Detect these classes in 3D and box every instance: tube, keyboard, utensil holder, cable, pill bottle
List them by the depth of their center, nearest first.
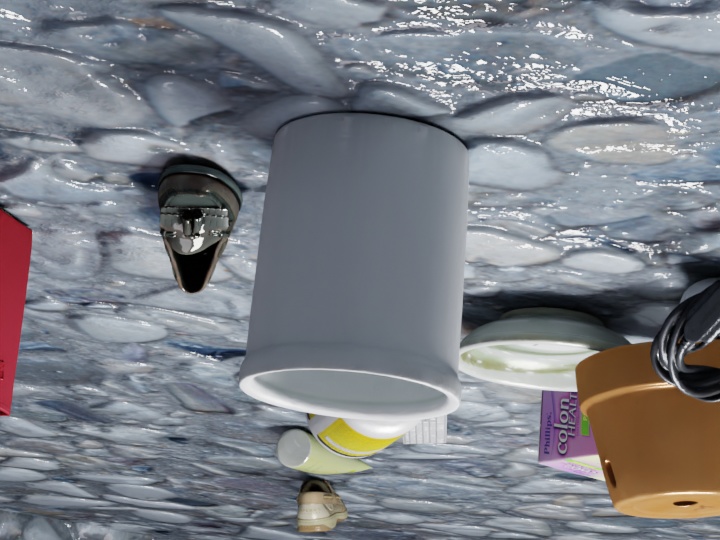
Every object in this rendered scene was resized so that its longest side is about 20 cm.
[{"bbox_3d":[0.000,0.000,1.580,0.169,0.201,0.170,5,163,1],"label":"utensil holder"},{"bbox_3d":[0.343,0.047,1.787,0.162,0.051,0.200,-2,143,-30],"label":"cable"},{"bbox_3d":[0.013,0.130,2.182,0.110,0.112,0.200,9,164,-12],"label":"pill bottle"},{"bbox_3d":[0.080,0.194,2.562,0.056,0.011,0.200,4,164,3],"label":"keyboard"},{"bbox_3d":[-0.052,0.251,2.739,0.058,0.052,0.200,43,-176,23],"label":"tube"}]

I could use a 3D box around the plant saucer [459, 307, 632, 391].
[{"bbox_3d":[0.189,0.074,2.045,0.199,0.051,0.200,5,163,2],"label":"plant saucer"}]

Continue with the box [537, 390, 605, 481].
[{"bbox_3d":[0.327,0.173,2.257,0.175,0.097,0.199,17,159,-35],"label":"box"}]

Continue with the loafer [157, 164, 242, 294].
[{"bbox_3d":[-0.138,-0.033,1.756,0.071,0.063,0.200,5,164,-1],"label":"loafer"}]

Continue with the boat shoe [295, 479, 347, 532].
[{"bbox_3d":[-0.058,0.338,3.007,0.071,0.065,0.200,-5,-179,2],"label":"boat shoe"}]

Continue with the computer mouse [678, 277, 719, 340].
[{"bbox_3d":[0.342,0.039,1.892,0.109,0.044,0.200,-2,165,20],"label":"computer mouse"}]

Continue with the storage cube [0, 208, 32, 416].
[{"bbox_3d":[-0.409,0.023,1.825,0.199,0.181,0.171,-1,163,16],"label":"storage cube"}]

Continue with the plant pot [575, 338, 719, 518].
[{"bbox_3d":[0.307,0.157,1.965,0.198,0.141,0.200,-1,162,0],"label":"plant pot"}]
